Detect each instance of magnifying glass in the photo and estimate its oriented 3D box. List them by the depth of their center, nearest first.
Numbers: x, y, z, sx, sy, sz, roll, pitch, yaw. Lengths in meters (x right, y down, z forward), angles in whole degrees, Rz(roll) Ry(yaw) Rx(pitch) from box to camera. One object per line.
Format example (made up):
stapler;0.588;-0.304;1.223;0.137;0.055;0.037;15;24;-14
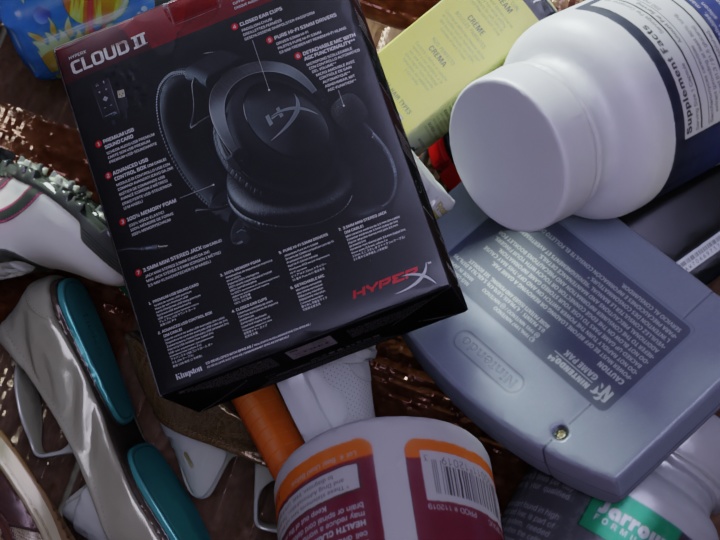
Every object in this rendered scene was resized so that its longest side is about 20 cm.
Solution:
magnifying glass;-0.077;0.033;0.962;0.079;0.023;0.201;-8;48;-32

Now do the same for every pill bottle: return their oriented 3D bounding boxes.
pill bottle;0.022;0.182;0.847;0.113;0.115;0.202;-3;54;-6
pill bottle;0.144;-0.094;0.950;0.199;0.111;0.112;-27;80;-35
pill bottle;0.121;0.162;0.950;0.112;0.113;0.201;30;76;2

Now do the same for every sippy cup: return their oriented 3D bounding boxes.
sippy cup;-0.143;-0.174;0.999;0.129;0.140;0.178;-26;42;0

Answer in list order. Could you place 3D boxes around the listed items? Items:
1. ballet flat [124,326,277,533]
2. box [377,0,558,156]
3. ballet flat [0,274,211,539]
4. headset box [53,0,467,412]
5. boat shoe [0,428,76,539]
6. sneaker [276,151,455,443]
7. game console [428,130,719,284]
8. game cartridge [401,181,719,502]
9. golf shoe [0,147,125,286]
ballet flat;-0.051;0.103;0.980;0.198;0.068;0.073;26;95;-3
box;0.021;-0.091;0.994;0.199;0.075;0.050;-40;82;4
ballet flat;-0.142;0.101;0.970;0.069;0.070;0.201;-25;79;-10
headset box;-0.051;-0.053;0.868;0.147;0.077;0.202;-21;76;5
boat shoe;-0.189;0.150;0.946;0.072;0.072;0.201;-32;88;-13
sneaker;0.000;0.000;0.921;0.114;0.074;0.202;-20;87;7
game console;0.157;-0.068;1.052;0.199;0.031;0.178;-34;86;-11
game cartridge;0.102;0.028;0.949;0.133;0.042;0.200;-42;55;-9
golf shoe;-0.192;-0.020;0.962;0.199;0.077;0.089;24;85;32
